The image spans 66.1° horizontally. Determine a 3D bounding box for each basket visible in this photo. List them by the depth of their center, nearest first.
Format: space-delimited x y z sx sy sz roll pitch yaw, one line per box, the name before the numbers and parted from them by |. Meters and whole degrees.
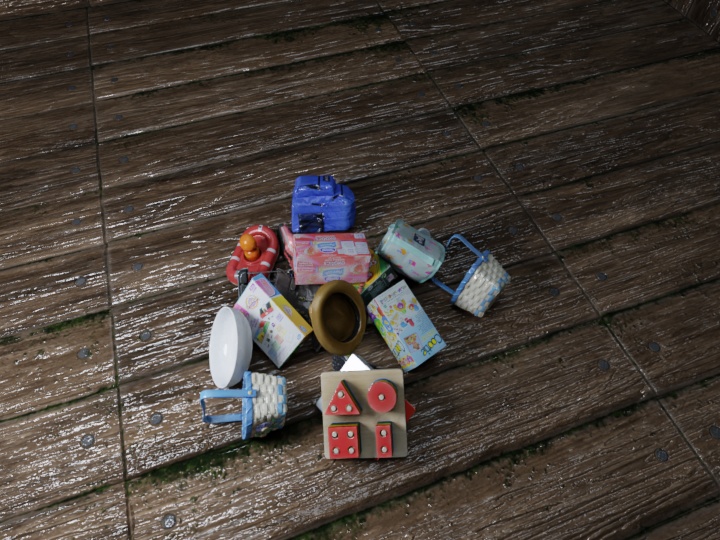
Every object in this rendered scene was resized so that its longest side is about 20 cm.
basket | -0.273 0.317 1.302 0.196 0.177 0.141 3 59 -10
basket | 0.301 0.018 1.551 0.199 0.177 0.139 37 45 10

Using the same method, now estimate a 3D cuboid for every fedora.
fedora | -0.070 0.122 1.428 0.081 0.202 0.202 -6 41 43

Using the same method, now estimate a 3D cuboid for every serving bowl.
serving bowl | -0.322 0.196 1.410 0.065 0.201 0.202 8 46 -33

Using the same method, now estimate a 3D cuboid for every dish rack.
dish rack | -0.238 0.068 1.528 0.196 0.055 0.157 -4 97 -9

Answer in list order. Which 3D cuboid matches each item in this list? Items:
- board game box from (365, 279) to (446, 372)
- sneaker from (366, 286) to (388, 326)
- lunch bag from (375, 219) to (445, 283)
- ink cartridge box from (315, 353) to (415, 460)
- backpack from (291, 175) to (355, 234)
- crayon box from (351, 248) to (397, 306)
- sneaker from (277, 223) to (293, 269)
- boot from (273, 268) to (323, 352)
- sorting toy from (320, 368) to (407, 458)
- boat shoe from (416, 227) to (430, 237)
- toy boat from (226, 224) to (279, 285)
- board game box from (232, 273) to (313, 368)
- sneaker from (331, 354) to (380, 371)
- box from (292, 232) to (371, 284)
board game box | 0.115 0.147 1.446 0.104 0.103 0.202 -29 80 -22
sneaker | 0.061 0.079 1.571 0.088 0.068 0.202 15 46 -10
lunch bag | 0.138 -0.052 1.540 0.169 0.200 0.123 31 85 -3
ink cartridge box | 0.009 0.327 1.335 0.199 0.057 0.164 40 96 29
backpack | -0.111 -0.201 1.698 0.196 0.170 0.164 1 35 -5
crayon box | 0.000 0.000 1.569 0.127 0.051 0.200 -43 39 -5
sneaker | -0.192 -0.063 1.678 0.086 0.074 0.202 -13 56 -28
boot | -0.169 0.107 1.481 0.171 0.069 0.204 10 76 -17
sorting toy | 0.005 0.337 1.284 0.196 0.070 0.203 -4 87 8
boat shoe | 0.124 -0.060 1.673 0.198 0.062 0.073 -31 97 -7
toy boat | -0.318 -0.057 1.619 0.128 0.132 0.202 9 53 10
board game box | -0.233 0.131 1.429 0.200 0.153 0.040 46 35 6
sneaker | 0.010 0.273 1.428 0.199 0.072 0.082 40 38 25
box | -0.079 -0.031 1.472 0.196 0.096 0.103 -2 40 -13
